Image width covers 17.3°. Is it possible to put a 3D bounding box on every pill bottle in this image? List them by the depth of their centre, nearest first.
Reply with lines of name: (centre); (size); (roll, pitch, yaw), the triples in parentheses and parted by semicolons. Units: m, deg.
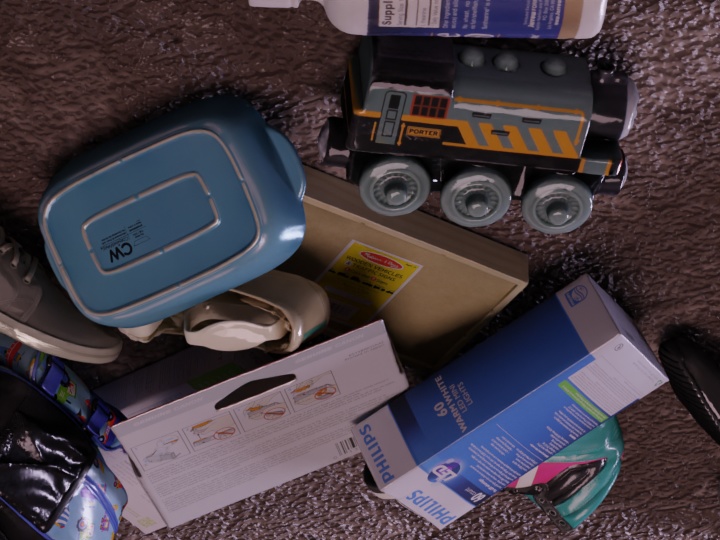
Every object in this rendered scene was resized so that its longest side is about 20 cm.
pill bottle: (0.037, -0.187, 1.335); (0.200, 0.111, 0.111); (1, 141, -1)

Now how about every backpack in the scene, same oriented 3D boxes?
backpack: (-0.245, 0.139, 1.683); (0.182, 0.135, 0.200); (12, 154, 44)

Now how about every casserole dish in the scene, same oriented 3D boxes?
casserole dish: (-0.128, -0.033, 1.528); (0.200, 0.039, 0.121); (-23, 93, 26)

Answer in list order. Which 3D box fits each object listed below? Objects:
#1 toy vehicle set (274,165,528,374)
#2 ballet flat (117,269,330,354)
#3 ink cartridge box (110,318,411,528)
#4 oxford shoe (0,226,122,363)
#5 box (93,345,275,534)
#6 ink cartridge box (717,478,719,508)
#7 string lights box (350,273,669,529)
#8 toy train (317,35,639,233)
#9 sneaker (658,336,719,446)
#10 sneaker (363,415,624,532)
toy vehicle set: (0.000, 0.000, 1.633); (0.200, 0.027, 0.124); (21, 137, -24)
ballet flat: (-0.120, 0.022, 1.592); (0.200, 0.070, 0.070); (7, 144, 17)
ink cartridge box: (-0.067, 0.094, 1.640); (0.200, 0.044, 0.174); (-22, 148, -1)
oxford shoe: (-0.243, 0.002, 1.584); (0.200, 0.075, 0.058); (30, 97, -14)
box: (-0.128, 0.124, 1.782); (0.200, 0.036, 0.144); (-23, 136, 27)
ink cartridge box: (0.397, 0.196, 1.831); (0.200, 0.084, 0.146); (-23, 135, 25)
string lights box: (0.105, 0.095, 1.662); (0.200, 0.059, 0.103); (-34, 148, 11)
toy train: (0.076, -0.090, 1.484); (0.200, 0.085, 0.114); (6, 131, -8)
sneaker: (0.298, 0.103, 1.735); (0.089, 0.074, 0.200); (-44, 112, 0)
sneaker: (0.113, 0.150, 1.781); (0.200, 0.084, 0.121); (-21, 127, 22)
